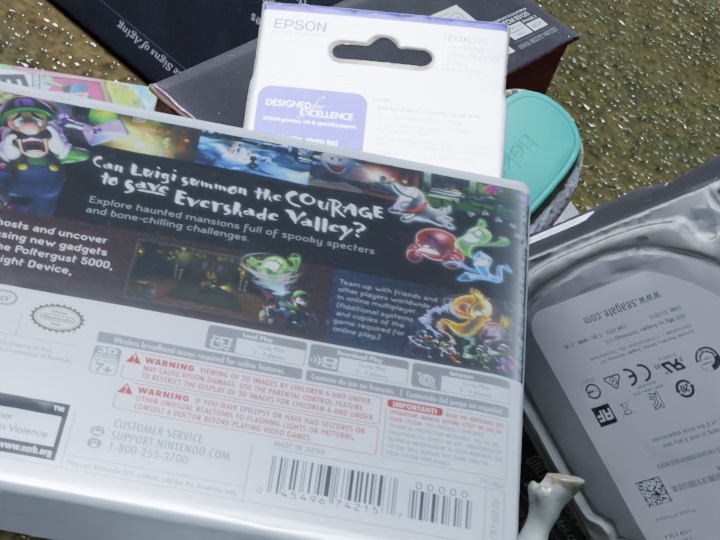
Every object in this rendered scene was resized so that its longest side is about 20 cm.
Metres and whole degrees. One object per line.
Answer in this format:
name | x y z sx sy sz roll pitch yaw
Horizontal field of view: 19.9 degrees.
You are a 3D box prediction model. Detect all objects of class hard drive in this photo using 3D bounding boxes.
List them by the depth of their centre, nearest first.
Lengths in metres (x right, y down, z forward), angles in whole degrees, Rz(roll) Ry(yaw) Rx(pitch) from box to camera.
hard drive | 0.134 0.066 0.734 0.038 0.139 0.201 -40 104 -48

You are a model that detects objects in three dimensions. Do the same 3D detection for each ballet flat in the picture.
ballet flat | 0.015 0.007 0.795 0.072 0.072 0.200 37 56 13

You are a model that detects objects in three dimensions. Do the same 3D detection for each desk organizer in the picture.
desk organizer | -0.003 -0.059 0.857 0.072 0.077 0.199 39 43 21

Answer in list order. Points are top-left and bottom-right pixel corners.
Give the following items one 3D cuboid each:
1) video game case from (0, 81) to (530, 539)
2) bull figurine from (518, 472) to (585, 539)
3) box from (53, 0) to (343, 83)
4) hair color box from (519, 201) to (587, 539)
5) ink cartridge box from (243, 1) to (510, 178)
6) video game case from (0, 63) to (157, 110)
video game case | -0.047 0.017 0.634 0.198 0.023 0.183 11 40 -2
bull figurine | 0.022 0.129 0.747 0.198 0.123 0.065 5 3 -17
box | -0.047 -0.189 1.008 0.200 0.197 0.124 40 37 17
hair color box | 0.067 0.039 0.878 0.109 0.064 0.201 51 23 -29
ink cartridge box | 0.000 0.000 0.719 0.094 0.037 0.202 5 64 2
video game case | -0.086 -0.008 0.842 0.180 0.022 0.201 8 41 -15
